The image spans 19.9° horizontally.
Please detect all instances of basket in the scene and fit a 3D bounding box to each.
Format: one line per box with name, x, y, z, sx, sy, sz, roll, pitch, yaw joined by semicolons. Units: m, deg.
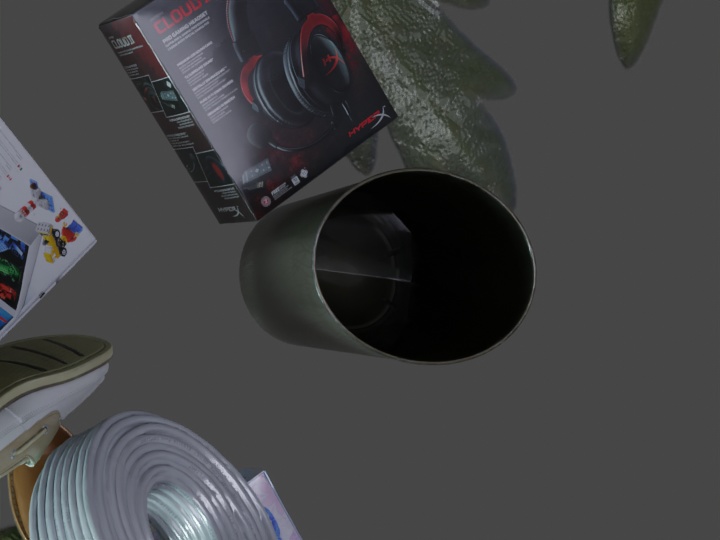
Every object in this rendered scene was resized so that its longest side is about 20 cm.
basket;0.000;0.000;1.510;0.180;0.200;0.137;7;85;-28

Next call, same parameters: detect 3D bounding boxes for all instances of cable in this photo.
cable;-0.137;0.194;1.412;0.200;0.069;0.200;52;26;-11

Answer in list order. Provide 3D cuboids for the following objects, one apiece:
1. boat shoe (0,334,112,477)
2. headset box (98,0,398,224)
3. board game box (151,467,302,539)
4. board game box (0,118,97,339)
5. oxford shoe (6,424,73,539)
boat shoe;-0.250;0.103;1.434;0.200;0.074;0.069;-27;122;-48
headset box;-0.088;-0.158;1.537;0.148;0.075;0.200;-37;105;-23
board game box;-0.109;0.285;1.536;0.199;0.041;0.201;-33;103;-24
board game box;-0.289;-0.057;1.437;0.200;0.035;0.126;54;53;-17
oxford shoe;-0.199;0.192;1.450;0.071;0.071;0.201;-16;72;-18
